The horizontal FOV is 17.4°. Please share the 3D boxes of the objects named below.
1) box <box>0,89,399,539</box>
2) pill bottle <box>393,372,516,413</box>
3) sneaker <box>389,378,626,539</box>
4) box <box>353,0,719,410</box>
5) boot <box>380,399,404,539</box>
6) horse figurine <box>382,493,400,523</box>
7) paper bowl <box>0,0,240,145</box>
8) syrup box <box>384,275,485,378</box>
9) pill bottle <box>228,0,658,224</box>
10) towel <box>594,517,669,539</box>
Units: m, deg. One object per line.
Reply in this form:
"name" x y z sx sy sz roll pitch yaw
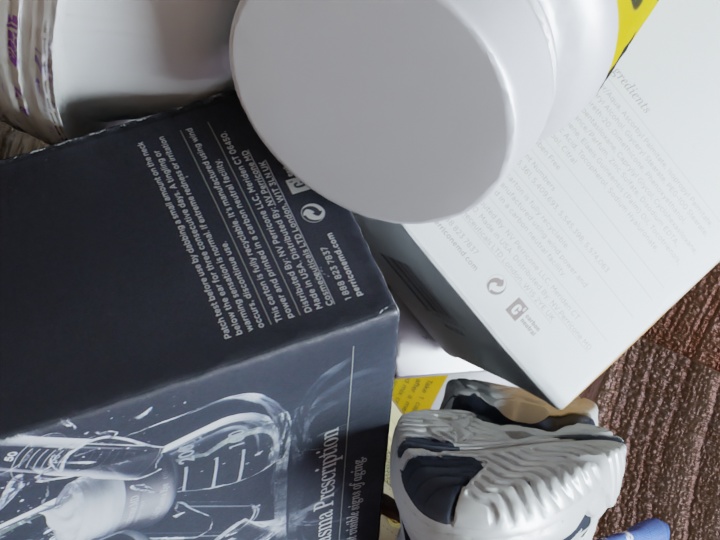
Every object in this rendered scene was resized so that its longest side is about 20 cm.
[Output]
"box" -0.092 0.055 0.792 0.182 0.104 0.200 -17 149 -13
"pill bottle" 0.009 0.062 1.187 0.104 0.200 0.104 -59 165 -26
"sneaker" 0.043 0.113 0.818 0.199 0.079 0.130 -86 -177 -85
"box" 0.096 -0.058 0.886 0.200 0.097 0.124 -42 -163 -7
"boot" -0.006 0.161 1.059 0.155 0.073 0.200 -49 117 -37
"horse figurine" -0.057 0.110 0.935 0.200 0.133 0.050 -39 173 7
"paper bowl" -0.061 -0.132 0.784 0.201 0.104 0.201 -58 164 -28
"syrup box" 0.000 0.000 1.040 0.200 0.081 0.079 4 -83 62
"pill bottle" 0.044 -0.109 0.757 0.200 0.114 0.114 -54 163 -43
"towel" 0.035 0.175 0.985 0.200 0.024 0.145 -17 149 -38
